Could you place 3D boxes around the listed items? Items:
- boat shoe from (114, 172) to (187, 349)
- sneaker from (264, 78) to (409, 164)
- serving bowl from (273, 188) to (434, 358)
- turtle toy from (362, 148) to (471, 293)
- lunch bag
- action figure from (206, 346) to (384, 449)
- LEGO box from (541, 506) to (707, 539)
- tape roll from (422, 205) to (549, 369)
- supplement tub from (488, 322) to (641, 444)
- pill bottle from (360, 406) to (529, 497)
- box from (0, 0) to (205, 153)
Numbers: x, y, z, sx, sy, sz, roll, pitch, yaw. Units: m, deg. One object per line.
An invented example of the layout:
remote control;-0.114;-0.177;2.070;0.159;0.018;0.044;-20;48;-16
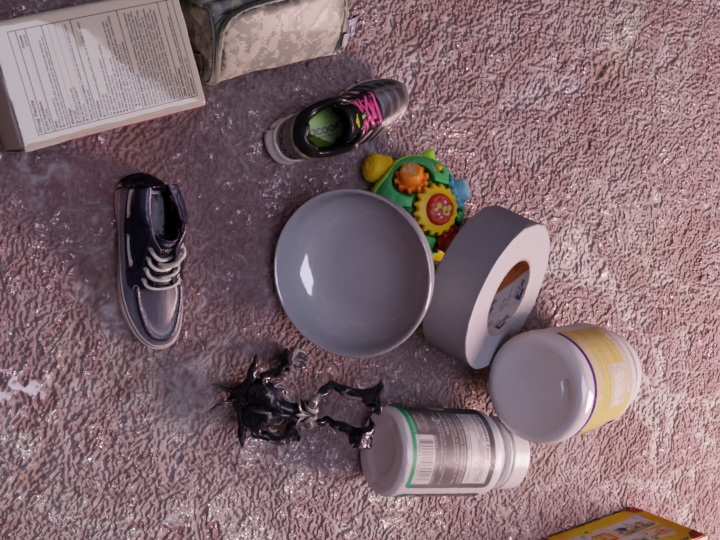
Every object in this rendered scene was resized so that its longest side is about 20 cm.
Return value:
boat shoe;-0.225;-0.007;1.150;0.075;0.093;0.200;-13;100;-28
sneaker;-0.013;-0.180;1.258;0.200;0.087;0.074;-25;105;-26
serving bowl;0.000;0.000;1.245;0.066;0.200;0.200;-19;106;-65
turtle toy;0.071;-0.054;1.307;0.146;0.101;0.200;13;88;-29
lunch bag;-0.112;-0.307;1.172;0.200;0.139;0.168;-21;120;-26
action figure;-0.078;0.159;1.247;0.200;0.102;0.119;10;98;-3
LEGO box;0.368;0.415;1.485;0.200;0.149;0.077;-11;100;-28
tape roll;0.162;0.022;1.327;0.200;0.066;0.200;-40;145;-36
supplement tub;0.276;0.145;1.387;0.200;0.145;0.146;-2;96;-53
pill bottle;0.111;0.234;1.346;0.200;0.113;0.113;7;91;-30
box;-0.283;-0.207;1.092;0.200;0.109;0.128;-19;103;-26
